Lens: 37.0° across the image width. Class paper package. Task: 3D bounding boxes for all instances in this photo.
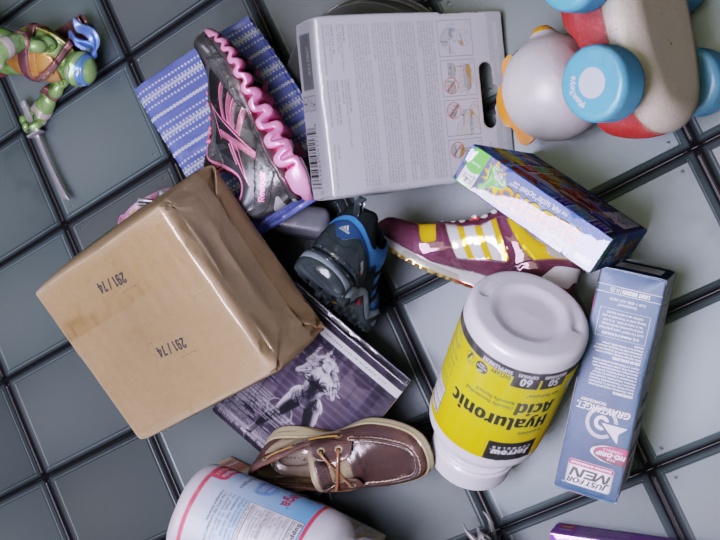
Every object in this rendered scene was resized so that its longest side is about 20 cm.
[{"bbox_3d":[-0.172,0.034,1.019,0.199,0.103,0.191,-30,98,35],"label":"paper package"}]

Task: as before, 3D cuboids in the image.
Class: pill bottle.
[{"bbox_3d":[-0.076,0.266,1.025,0.199,0.109,0.110,17,100,20],"label":"pill bottle"},{"bbox_3d":[0.125,0.107,0.976,0.111,0.111,0.201,31,135,18],"label":"pill bottle"}]

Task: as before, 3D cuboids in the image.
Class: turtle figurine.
[{"bbox_3d":[-0.397,-0.209,1.187,0.193,0.144,0.201,26,99,23],"label":"turtle figurine"}]

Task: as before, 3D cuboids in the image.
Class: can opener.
[{"bbox_3d":[-0.132,-0.043,1.095,0.198,0.053,0.067,8,86,-3],"label":"can opener"}]

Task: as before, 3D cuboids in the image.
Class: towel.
[{"bbox_3d":[-0.117,-0.138,1.073,0.144,0.024,0.201,-33,79,-2],"label":"towel"}]

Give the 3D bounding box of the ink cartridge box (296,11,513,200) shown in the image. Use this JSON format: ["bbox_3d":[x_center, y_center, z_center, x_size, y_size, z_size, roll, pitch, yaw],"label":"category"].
[{"bbox_3d":[0.044,-0.156,1.010,0.057,0.199,0.164,3,101,60],"label":"ink cartridge box"}]

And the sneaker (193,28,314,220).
[{"bbox_3d":[-0.121,-0.137,1.031,0.095,0.079,0.201,-31,77,11],"label":"sneaker"}]

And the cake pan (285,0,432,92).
[{"bbox_3d":[0.007,-0.178,1.077,0.199,0.037,0.202,2,94,22],"label":"cake pan"}]

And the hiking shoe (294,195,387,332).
[{"bbox_3d":[0.000,0.000,1.018,0.074,0.200,0.087,35,83,11],"label":"hiking shoe"}]

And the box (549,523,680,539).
[{"bbox_3d":[0.273,0.319,0.998,0.199,0.039,0.138,3,94,23],"label":"box"}]

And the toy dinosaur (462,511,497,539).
[{"bbox_3d":[0.136,0.346,1.040,0.076,0.102,0.201,3,110,-12],"label":"toy dinosaur"}]

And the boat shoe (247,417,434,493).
[{"bbox_3d":[-0.024,0.190,1.048,0.199,0.072,0.073,-4,111,33],"label":"boat shoe"}]

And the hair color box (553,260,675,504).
[{"bbox_3d":[0.229,0.096,0.968,0.060,0.100,0.202,13,98,20],"label":"hair color box"}]

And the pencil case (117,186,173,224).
[{"bbox_3d":[-0.173,0.006,1.140,0.200,0.086,0.083,54,131,12],"label":"pencil case"}]

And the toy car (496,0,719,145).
[{"bbox_3d":[0.186,-0.188,0.948,0.199,0.184,0.178,-15,88,46],"label":"toy car"}]

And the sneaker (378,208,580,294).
[{"bbox_3d":[0.114,-0.027,1.030,0.199,0.075,0.091,23,93,14],"label":"sneaker"}]

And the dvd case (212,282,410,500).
[{"bbox_3d":[-0.055,0.127,1.092,0.148,0.016,0.200,40,126,7],"label":"dvd case"}]

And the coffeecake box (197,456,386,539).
[{"bbox_3d":[-0.094,0.312,1.132,0.199,0.073,0.155,22,102,20],"label":"coffeecake box"}]

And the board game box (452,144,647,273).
[{"bbox_3d":[0.170,-0.055,0.929,0.135,0.200,0.035,37,106,17],"label":"board game box"}]
